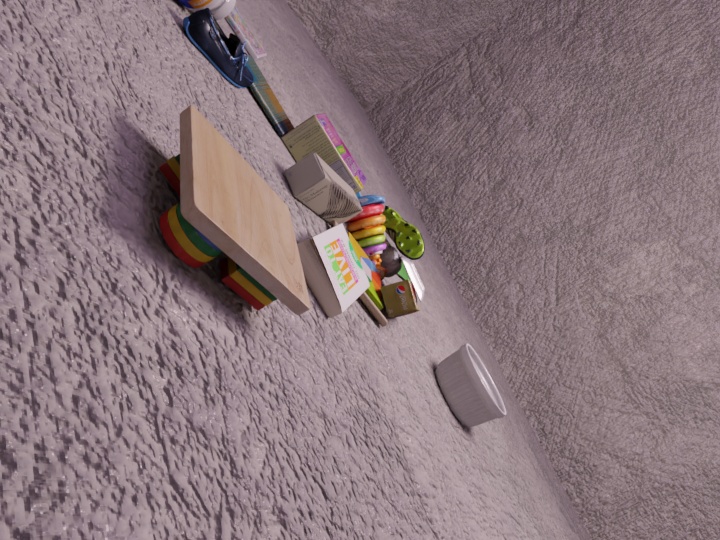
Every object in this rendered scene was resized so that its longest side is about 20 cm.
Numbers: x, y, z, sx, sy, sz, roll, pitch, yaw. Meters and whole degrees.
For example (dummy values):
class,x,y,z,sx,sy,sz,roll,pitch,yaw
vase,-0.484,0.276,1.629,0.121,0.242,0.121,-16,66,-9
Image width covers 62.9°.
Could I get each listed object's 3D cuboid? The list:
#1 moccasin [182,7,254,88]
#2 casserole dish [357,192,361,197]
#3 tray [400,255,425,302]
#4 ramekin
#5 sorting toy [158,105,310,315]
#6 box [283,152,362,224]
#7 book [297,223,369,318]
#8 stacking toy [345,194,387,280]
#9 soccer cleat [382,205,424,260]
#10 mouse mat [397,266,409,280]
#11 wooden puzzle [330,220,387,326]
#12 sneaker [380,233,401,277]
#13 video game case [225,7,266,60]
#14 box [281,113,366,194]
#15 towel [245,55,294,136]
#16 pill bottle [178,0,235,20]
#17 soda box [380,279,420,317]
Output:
class,x,y,z,sx,sy,sz,roll,pitch,yaw
moccasin,-0.258,-0.426,1.148,0.081,0.068,0.200,64,13,21
casserole dish,-0.050,-0.236,1.603,0.200,0.039,0.121,46,18,-50
tray,0.126,0.013,1.385,0.200,0.022,0.108,-36,101,-85
ramekin,0.273,0.296,1.487,0.200,0.105,0.200,55,14,-20
sorting toy,-0.156,-0.058,0.694,0.199,0.069,0.200,48,17,-43
box,-0.074,-0.165,1.245,0.200,0.082,0.069,30,32,-63
book,-0.045,-0.004,1.035,0.134,0.048,0.200,64,17,-5
stacking toy,0.021,-0.072,1.386,0.110,0.116,0.201,-22,99,-83
soccer cleat,0.106,-0.084,1.445,0.081,0.067,0.200,52,2,-46
mouse mat,0.107,-0.033,1.827,0.200,0.008,0.161,37,25,-58
wooden puzzle,0.000,0.000,1.253,0.185,0.037,0.200,52,14,-30
sneaker,0.030,-0.072,1.464,0.115,0.075,0.200,46,13,-44
video game case,-0.318,-0.643,1.534,0.200,0.018,0.143,55,14,-18
box,-0.081,-0.265,1.411,0.200,0.096,0.176,58,12,-11
towel,-0.222,-0.403,1.356,0.200,0.022,0.147,59,13,-12
pill bottle,-0.323,-0.567,1.121,0.112,0.112,0.200,63,13,18
soda box,0.092,0.066,1.316,0.200,0.064,0.068,28,46,-80
